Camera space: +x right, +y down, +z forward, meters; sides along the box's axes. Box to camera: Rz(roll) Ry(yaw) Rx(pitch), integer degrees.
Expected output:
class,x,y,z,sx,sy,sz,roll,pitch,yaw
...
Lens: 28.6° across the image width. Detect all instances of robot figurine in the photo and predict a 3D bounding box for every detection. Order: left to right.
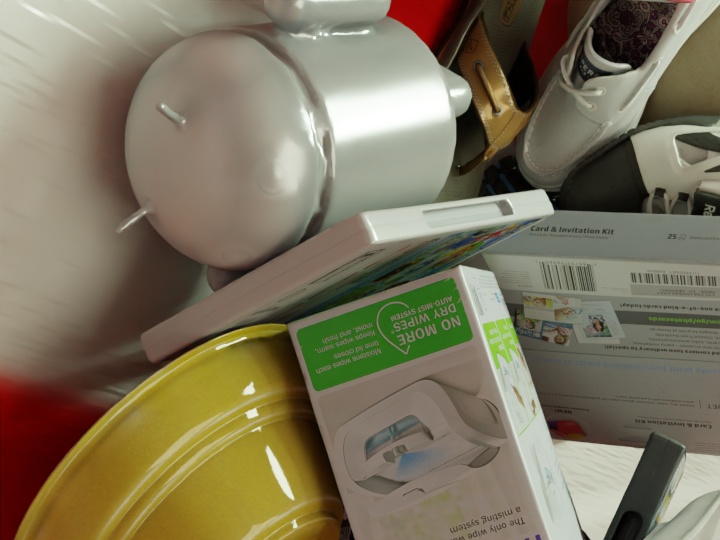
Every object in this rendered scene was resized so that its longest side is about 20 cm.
class,x,y,z,sx,sy,sz,roll,pitch,yaw
robot figurine,-0.033,-0.065,0.690,0.200,0.113,0.170,-17,129,-46

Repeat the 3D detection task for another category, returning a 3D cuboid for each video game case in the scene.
class,x,y,z,sx,sy,sz,roll,pitch,yaw
video game case,0.000,0.000,0.728,0.200,0.143,0.018,-11,75,-58
video game case,0.155,0.194,0.879,0.181,0.025,0.200,-64,164,-5

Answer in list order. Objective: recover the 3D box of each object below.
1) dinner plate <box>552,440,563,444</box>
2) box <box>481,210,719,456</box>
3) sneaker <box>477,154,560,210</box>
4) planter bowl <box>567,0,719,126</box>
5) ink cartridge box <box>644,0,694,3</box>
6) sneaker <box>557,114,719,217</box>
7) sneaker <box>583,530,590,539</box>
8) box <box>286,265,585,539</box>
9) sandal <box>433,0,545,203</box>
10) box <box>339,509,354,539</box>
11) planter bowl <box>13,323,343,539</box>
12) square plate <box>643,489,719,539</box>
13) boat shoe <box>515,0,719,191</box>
class,x,y,z,sx,sy,sz,roll,pitch,yaw
dinner plate,0.196,0.052,1.053,0.200,0.024,0.201,-34,143,-30
box,0.171,0.043,0.893,0.200,0.155,0.041,69,32,-45
sneaker,0.146,-0.038,0.958,0.199,0.075,0.087,-17,148,-34
planter bowl,0.251,-0.155,0.911,0.200,0.135,0.201,8,76,-34
ink cartridge box,0.114,-0.250,0.729,0.145,0.085,0.201,3,99,-38
sneaker,0.220,-0.043,0.845,0.074,0.199,0.089,69,12,-52
sneaker,0.090,0.226,0.901,0.199,0.091,0.076,-15,155,-42
box,0.051,0.095,0.751,0.200,0.096,0.177,2,70,-81
sandal,0.084,-0.117,0.855,0.082,0.054,0.201,30,83,-52
box,0.022,0.185,0.924,0.193,0.047,0.201,-9,112,-51
planter bowl,-0.069,0.130,0.703,0.200,0.083,0.201,-38,153,-23
square plate,0.139,0.225,0.779,0.198,0.028,0.201,-12,123,-63
boat shoe,0.151,-0.126,0.839,0.200,0.072,0.068,-48,161,30
